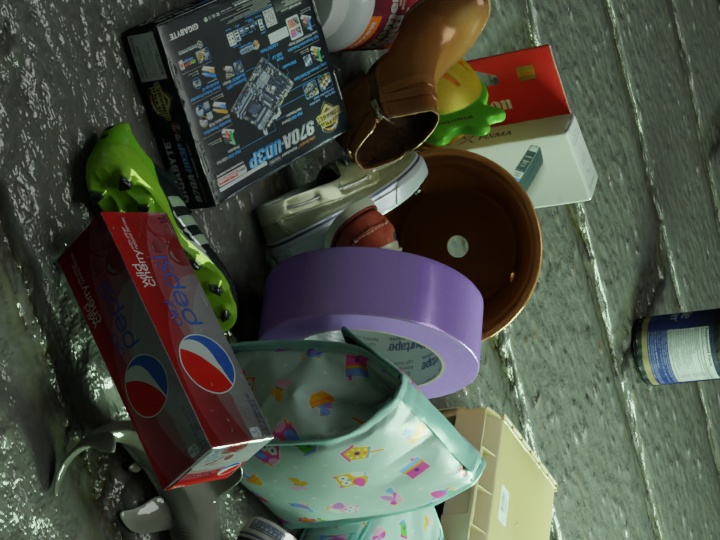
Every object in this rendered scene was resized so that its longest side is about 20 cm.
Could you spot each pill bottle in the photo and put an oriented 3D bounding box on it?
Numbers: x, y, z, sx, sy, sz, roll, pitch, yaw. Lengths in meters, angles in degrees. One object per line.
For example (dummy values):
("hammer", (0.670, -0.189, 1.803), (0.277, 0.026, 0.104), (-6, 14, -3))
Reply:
("pill bottle", (0.539, 0.118, 2.334), (0.112, 0.199, 0.113), (26, 60, -58))
("pill bottle", (-0.020, -0.269, 1.455), (0.200, 0.109, 0.110), (-20, 101, -62))

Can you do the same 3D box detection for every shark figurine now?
("shark figurine", (-0.140, 0.154, 1.139), (0.215, 0.089, 0.129), (57, 35, -43))

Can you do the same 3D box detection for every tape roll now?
("tape roll", (0.009, 0.052, 1.328), (0.200, 0.199, 0.066), (42, 48, -51))

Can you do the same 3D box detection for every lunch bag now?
("lunch bag", (-0.010, 0.137, 1.269), (0.170, 0.199, 0.123), (50, 42, -45))
("lunch bag", (0.018, 0.274, 1.418), (0.200, 0.077, 0.161), (-56, 131, -53))

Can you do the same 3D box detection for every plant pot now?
("plant pot", (0.095, -0.025, 1.546), (0.140, 0.199, 0.202), (-13, 94, -79))

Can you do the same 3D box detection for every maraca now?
("maraca", (0.070, -0.173, 1.538), (0.200, 0.136, 0.108), (-127, -157, -58))

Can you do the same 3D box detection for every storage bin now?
("storage bin", (0.131, 0.281, 1.621), (0.199, 0.093, 0.201), (51, 40, -44))

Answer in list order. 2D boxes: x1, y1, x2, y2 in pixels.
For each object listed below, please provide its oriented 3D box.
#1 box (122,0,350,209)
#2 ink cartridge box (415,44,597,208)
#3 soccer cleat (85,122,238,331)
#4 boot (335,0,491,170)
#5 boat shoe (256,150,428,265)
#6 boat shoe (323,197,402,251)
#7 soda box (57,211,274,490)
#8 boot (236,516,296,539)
("box", (-0.101, -0.163, 1.293), (0.200, 0.046, 0.160), (-36, 115, -45))
("ink cartridge box", (0.140, -0.146, 1.635), (0.177, 0.199, 0.045), (64, 33, -30))
("soccer cleat", (-0.152, -0.032, 1.192), (0.081, 0.067, 0.201), (-86, 153, -49))
("boot", (0.058, -0.180, 1.405), (0.074, 0.200, 0.155), (41, 14, -22))
("boat shoe", (-0.014, -0.074, 1.409), (0.200, 0.072, 0.062), (-35, 108, -36))
("boat shoe", (0.000, 0.000, 1.382), (0.063, 0.071, 0.200), (52, -18, 13))
("soda box", (-0.144, 0.055, 1.082), (0.070, 0.063, 0.201), (-2, 57, -50))
("boot", (-0.078, 0.287, 1.241), (0.091, 0.072, 0.200), (-57, 149, -24))
